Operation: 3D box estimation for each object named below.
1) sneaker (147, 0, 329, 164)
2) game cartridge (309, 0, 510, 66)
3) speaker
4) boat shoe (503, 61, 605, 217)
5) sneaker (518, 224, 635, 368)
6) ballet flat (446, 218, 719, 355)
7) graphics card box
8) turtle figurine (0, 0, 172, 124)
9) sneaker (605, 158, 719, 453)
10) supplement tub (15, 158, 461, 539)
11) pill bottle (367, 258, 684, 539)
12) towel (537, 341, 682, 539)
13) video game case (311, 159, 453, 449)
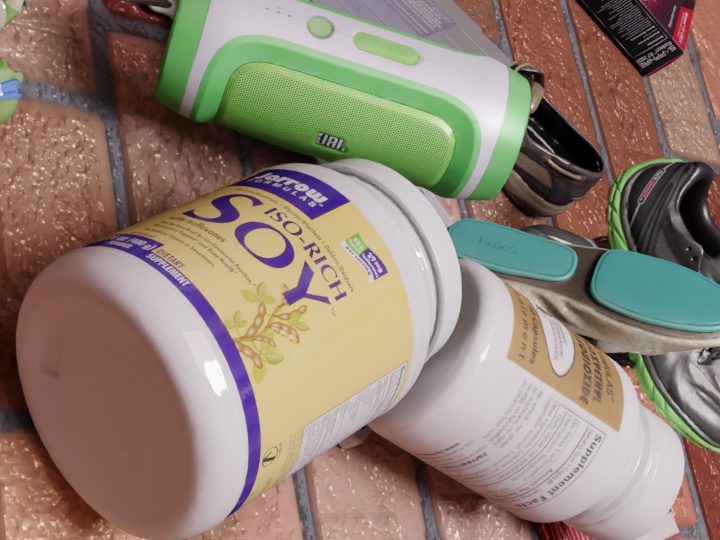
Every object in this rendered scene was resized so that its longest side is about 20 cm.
[{"bbox_3d":[-0.051,-0.118,0.842,0.081,0.077,0.200,-36,85,-34],"label":"sneaker"},{"bbox_3d":[-0.003,-0.184,0.916,0.200,0.038,0.129,47,35,14],"label":"game cartridge"},{"bbox_3d":[-0.010,-0.102,0.764,0.199,0.089,0.089,16,54,-10],"label":"speaker"},{"bbox_3d":[0.105,-0.125,1.004,0.200,0.073,0.075,39,46,-23],"label":"boat shoe"},{"bbox_3d":[0.165,0.009,0.971,0.200,0.074,0.080,26,43,-44],"label":"sneaker"},{"bbox_3d":[0.141,0.017,0.867,0.199,0.063,0.068,18,47,19],"label":"ballet flat"},{"bbox_3d":[0.225,-0.287,1.234,0.200,0.051,0.126,43,45,-19],"label":"graphics card box"},{"bbox_3d":[-0.194,-0.182,0.683,0.194,0.200,0.144,52,7,-4],"label":"turtle figurine"},{"bbox_3d":[0.218,0.021,0.890,0.077,0.084,0.201,-4,78,-52],"label":"sneaker"},{"bbox_3d":[-0.055,0.030,0.692,0.200,0.145,0.146,-29,90,-44],"label":"supplement tub"},{"bbox_3d":[0.102,0.087,0.830,0.200,0.114,0.115,34,48,-31],"label":"pill bottle"},{"bbox_3d":[0.153,0.112,0.965,0.144,0.023,0.201,-8,75,-48],"label":"towel"},{"bbox_3d":[0.000,0.000,0.872,0.143,0.018,0.200,54,41,-9],"label":"video game case"}]
